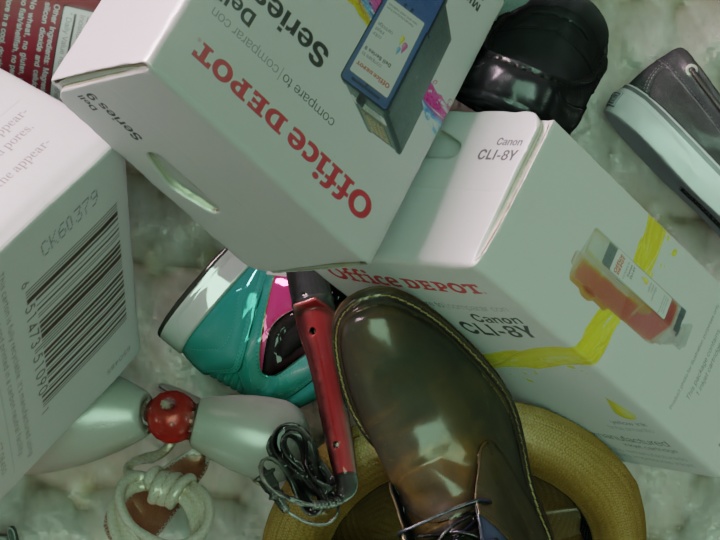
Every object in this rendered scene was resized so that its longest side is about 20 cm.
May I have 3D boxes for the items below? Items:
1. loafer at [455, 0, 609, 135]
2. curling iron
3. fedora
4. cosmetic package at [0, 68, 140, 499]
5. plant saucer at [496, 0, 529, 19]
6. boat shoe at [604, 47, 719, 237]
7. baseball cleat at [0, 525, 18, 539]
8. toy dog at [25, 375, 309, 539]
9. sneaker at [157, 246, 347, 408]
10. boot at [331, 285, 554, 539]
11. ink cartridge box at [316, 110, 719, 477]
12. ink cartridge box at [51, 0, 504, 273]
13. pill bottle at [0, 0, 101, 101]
[{"bbox_3d":[0.090,-0.109,0.920,0.068,0.201,0.071,26,104,5],"label":"loafer"},{"bbox_3d":[-0.031,0.027,0.908,0.049,0.026,0.201,0,73,-12],"label":"curling iron"},{"bbox_3d":[0.048,0.136,0.964,0.200,0.082,0.201,0,114,-1],"label":"fedora"},{"bbox_3d":[-0.233,-0.005,0.862,0.200,0.165,0.165,28,54,20],"label":"cosmetic package"},{"bbox_3d":[0.058,-0.222,0.999,0.200,0.039,0.202,0,90,-4],"label":"plant saucer"},{"bbox_3d":[0.224,-0.041,0.999,0.200,0.070,0.066,45,89,5],"label":"boat shoe"},{"bbox_3d":[-0.281,0.164,0.971,0.199,0.070,0.107,-1,83,-13],"label":"baseball cleat"},{"bbox_3d":[-0.133,0.094,0.957,0.199,0.097,0.132,26,52,19],"label":"toy dog"},{"bbox_3d":[0.000,0.000,0.971,0.121,0.084,0.200,43,95,2],"label":"sneaker"},{"bbox_3d":[0.047,0.104,0.848,0.075,0.097,0.200,-26,115,10],"label":"boot"},{"bbox_3d":[0.086,0.012,0.902,0.200,0.145,0.084,40,70,-33],"label":"ink cartridge box"},{"bbox_3d":[-0.025,-0.119,0.830,0.145,0.087,0.200,42,64,-29],"label":"ink cartridge box"},{"bbox_3d":[-0.147,-0.130,0.949,0.199,0.113,0.113,12,89,-4],"label":"pill bottle"}]
